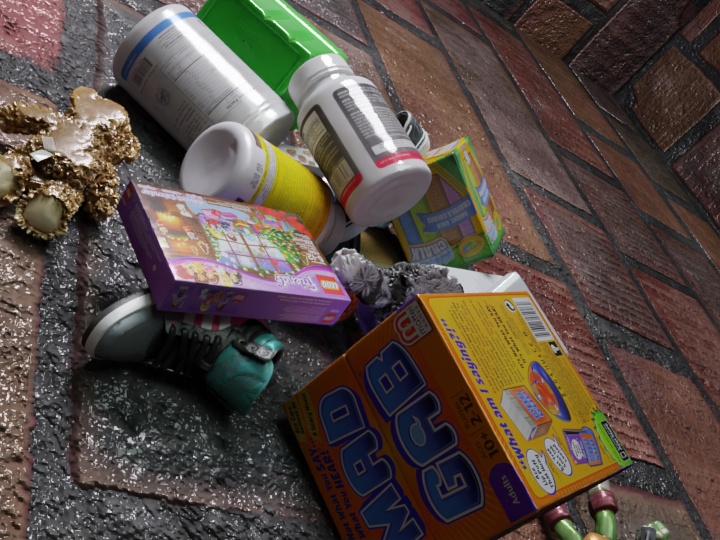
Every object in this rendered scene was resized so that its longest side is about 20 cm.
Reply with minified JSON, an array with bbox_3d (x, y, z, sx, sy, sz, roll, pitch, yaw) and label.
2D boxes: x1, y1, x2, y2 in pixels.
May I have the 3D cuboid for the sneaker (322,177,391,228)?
[{"bbox_3d":[0.005,-0.097,1.137,0.082,0.074,0.200,39,26,22],"label":"sneaker"}]

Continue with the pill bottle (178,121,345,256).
[{"bbox_3d":[-0.105,-0.082,0.932,0.200,0.109,0.109,29,29,-49],"label":"pill bottle"}]

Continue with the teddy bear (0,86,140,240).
[{"bbox_3d":[-0.301,-0.104,0.800,0.145,0.067,0.200,20,42,-20],"label":"teddy bear"}]

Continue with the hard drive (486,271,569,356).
[{"bbox_3d":[0.158,0.109,0.979,0.200,0.026,0.132,-37,97,-29],"label":"hard drive"}]

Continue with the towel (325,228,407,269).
[{"bbox_3d":[0.011,-0.007,1.091,0.200,0.022,0.147,10,44,-48],"label":"towel"}]

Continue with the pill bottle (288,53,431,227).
[{"bbox_3d":[-0.008,-0.161,0.964,0.111,0.111,0.200,-1,54,-52],"label":"pill bottle"}]

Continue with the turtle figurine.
[{"bbox_3d":[0.247,0.283,0.872,0.200,0.144,0.194,32,26,-26],"label":"turtle figurine"}]

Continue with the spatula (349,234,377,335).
[{"bbox_3d":[0.000,0.000,1.010,0.200,0.021,0.057,-101,165,-45],"label":"spatula"}]

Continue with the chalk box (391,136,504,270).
[{"bbox_3d":[0.125,-0.068,1.142,0.200,0.124,0.124,65,22,-13],"label":"chalk box"}]

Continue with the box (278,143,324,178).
[{"bbox_3d":[-0.060,-0.146,1.166,0.200,0.041,0.039,3,48,-48],"label":"box"}]

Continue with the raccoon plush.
[{"bbox_3d":[0.029,0.017,0.917,0.200,0.097,0.134,43,-15,-26],"label":"raccoon plush"}]

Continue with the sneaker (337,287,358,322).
[{"bbox_3d":[-0.098,0.005,0.908,0.200,0.073,0.077,28,4,-23],"label":"sneaker"}]

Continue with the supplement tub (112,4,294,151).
[{"bbox_3d":[-0.195,-0.218,1.000,0.200,0.132,0.132,44,29,1],"label":"supplement tub"}]

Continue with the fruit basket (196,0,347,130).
[{"bbox_3d":[-0.131,-0.299,1.134,0.216,0.156,0.216,38,15,-12],"label":"fruit basket"}]

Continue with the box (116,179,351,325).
[{"bbox_3d":[-0.119,-0.014,0.771,0.200,0.039,0.137,8,38,-43],"label":"box"}]

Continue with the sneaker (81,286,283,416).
[{"bbox_3d":[-0.142,0.079,0.727,0.121,0.084,0.200,45,26,23],"label":"sneaker"}]

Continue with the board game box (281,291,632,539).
[{"bbox_3d":[0.090,0.157,0.766,0.200,0.200,0.200,1,55,-51],"label":"board game box"}]

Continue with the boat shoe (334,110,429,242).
[{"bbox_3d":[0.009,-0.127,1.048,0.072,0.200,0.071,19,-24,45],"label":"boat shoe"}]

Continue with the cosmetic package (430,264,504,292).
[{"bbox_3d":[0.141,0.057,1.085,0.200,0.102,0.074,11,41,-46],"label":"cosmetic package"}]
